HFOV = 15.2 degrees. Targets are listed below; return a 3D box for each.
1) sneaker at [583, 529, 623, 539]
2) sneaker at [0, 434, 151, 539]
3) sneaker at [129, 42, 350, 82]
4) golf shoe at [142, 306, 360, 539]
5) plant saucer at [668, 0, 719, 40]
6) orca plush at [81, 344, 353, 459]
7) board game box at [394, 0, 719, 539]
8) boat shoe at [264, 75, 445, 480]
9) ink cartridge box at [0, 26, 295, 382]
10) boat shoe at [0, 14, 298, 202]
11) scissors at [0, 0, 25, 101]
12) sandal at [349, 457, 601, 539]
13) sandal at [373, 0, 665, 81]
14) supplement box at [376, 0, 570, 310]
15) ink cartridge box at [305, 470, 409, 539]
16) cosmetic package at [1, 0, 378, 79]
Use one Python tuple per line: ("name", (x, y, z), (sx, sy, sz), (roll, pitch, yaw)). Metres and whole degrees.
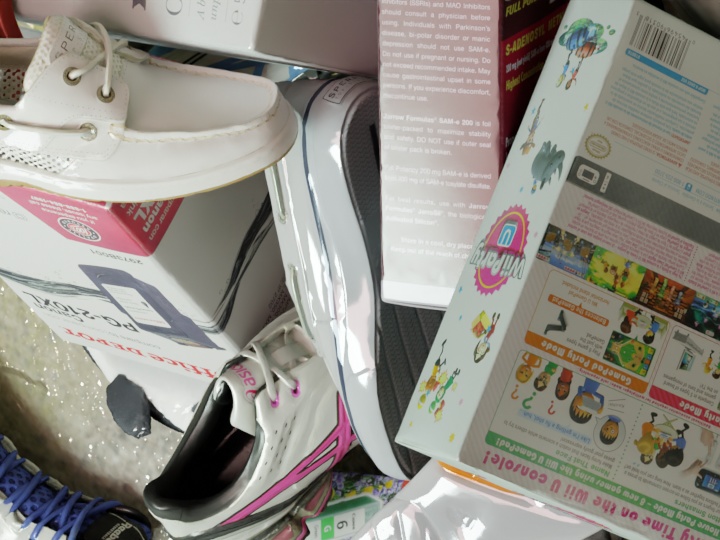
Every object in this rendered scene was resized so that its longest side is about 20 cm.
("sneaker", (0.095, 0.093, 1.295), (0.071, 0.082, 0.201), (122, 134, -81))
("sneaker", (-0.179, 0.142, 1.528), (0.115, 0.081, 0.200), (-26, 97, 38))
("sneaker", (-0.051, -0.112, 1.325), (0.199, 0.072, 0.073), (-15, 90, 38))
("golf shoe", (-0.024, 0.056, 1.298), (0.073, 0.092, 0.200), (40, 97, 32))
("plant saucer", (0.202, -0.135, 1.065), (0.199, 0.050, 0.201), (9, 134, 10))
("orca plush", (-0.061, 0.055, 1.421), (0.199, 0.071, 0.106), (7, 67, 26))
("board game box", (0.120, 0.007, 1.121), (0.064, 0.147, 0.201), (11, 78, 64))
("boat shoe", (0.000, 0.000, 1.244), (0.067, 0.073, 0.201), (13, 121, 41))
("ink cartridge box", (-0.118, -0.028, 1.324), (0.144, 0.085, 0.200), (15, 158, 31))
("boat shoe", (-0.127, -0.076, 1.168), (0.199, 0.071, 0.070), (-1, 124, 3))
("scissors", (-0.158, -0.147, 1.203), (0.073, 0.014, 0.201), (39, 118, 26))
("sandal", (0.066, 0.097, 1.234), (0.206, 0.059, 0.079), (-38, 92, 27))
("sandal", (0.054, -0.081, 1.253), (0.075, 0.048, 0.200), (46, 132, -10))
("supplement box", (0.052, -0.093, 1.166), (0.061, 0.109, 0.201), (5, 109, 22))
("ink cartridge box", (0.015, 0.160, 1.354), (0.199, 0.050, 0.109), (2, 68, 38))
("cosmetic package", (-0.076, -0.202, 1.233), (0.199, 0.123, 0.200), (11, 93, 36))
